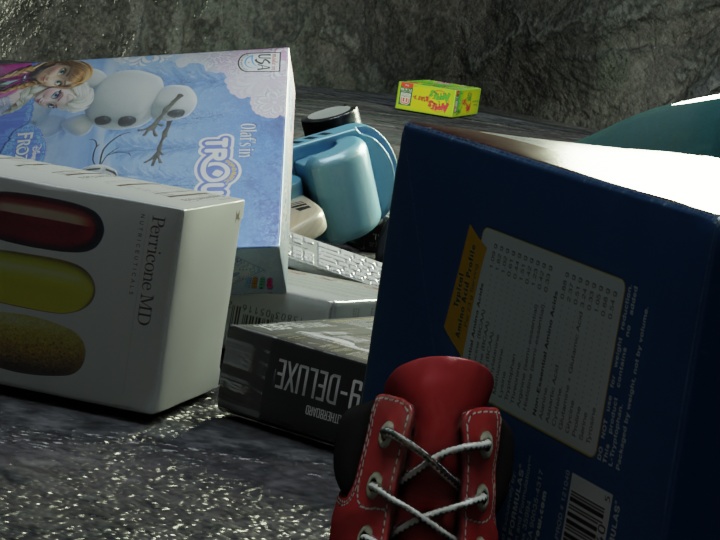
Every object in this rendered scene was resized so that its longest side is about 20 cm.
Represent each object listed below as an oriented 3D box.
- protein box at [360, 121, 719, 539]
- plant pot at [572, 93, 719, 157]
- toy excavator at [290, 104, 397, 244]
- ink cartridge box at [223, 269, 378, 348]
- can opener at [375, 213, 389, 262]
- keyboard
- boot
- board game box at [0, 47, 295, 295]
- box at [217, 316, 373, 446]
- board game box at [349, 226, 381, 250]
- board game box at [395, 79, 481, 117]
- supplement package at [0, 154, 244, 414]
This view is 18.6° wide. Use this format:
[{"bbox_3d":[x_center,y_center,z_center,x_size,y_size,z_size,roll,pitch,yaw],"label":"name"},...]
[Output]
[{"bbox_3d":[0.097,0.068,0.694,0.135,0.199,0.200,5,9,-24],"label":"protein box"},{"bbox_3d":[0.221,-0.027,1.574,0.187,0.201,0.200,-5,3,21],"label":"plant pot"},{"bbox_3d":[-0.045,-0.051,1.688,0.194,0.100,0.200,-18,16,-19],"label":"toy excavator"},{"bbox_3d":[-0.052,0.025,1.419,0.160,0.047,0.200,11,3,23],"label":"ink cartridge box"},{"bbox_3d":[0.041,-0.027,1.790,0.063,0.079,0.200,18,19,8],"label":"can opener"},{"bbox_3d":[0.000,0.000,1.559,0.200,0.011,0.056,19,23,-8],"label":"keyboard"},{"bbox_3d":[0.013,0.101,0.579,0.072,0.145,0.200,9,9,-5],"label":"boot"},{"bbox_3d":[-0.143,-0.060,1.374,0.198,0.043,0.200,-3,42,2],"label":"board game box"},{"bbox_3d":[0.046,0.064,1.197,0.157,0.050,0.200,14,10,35],"label":"box"},{"bbox_3d":[0.068,-0.036,1.987,0.199,0.028,0.135,4,9,-24],"label":"board game box"},{"bbox_3d":[0.135,-0.296,3.788,0.101,0.048,0.200,10,8,14],"label":"board game box"},{"bbox_3d":[-0.177,0.000,1.187,0.199,0.114,0.110,10,7,13],"label":"supplement package"}]
